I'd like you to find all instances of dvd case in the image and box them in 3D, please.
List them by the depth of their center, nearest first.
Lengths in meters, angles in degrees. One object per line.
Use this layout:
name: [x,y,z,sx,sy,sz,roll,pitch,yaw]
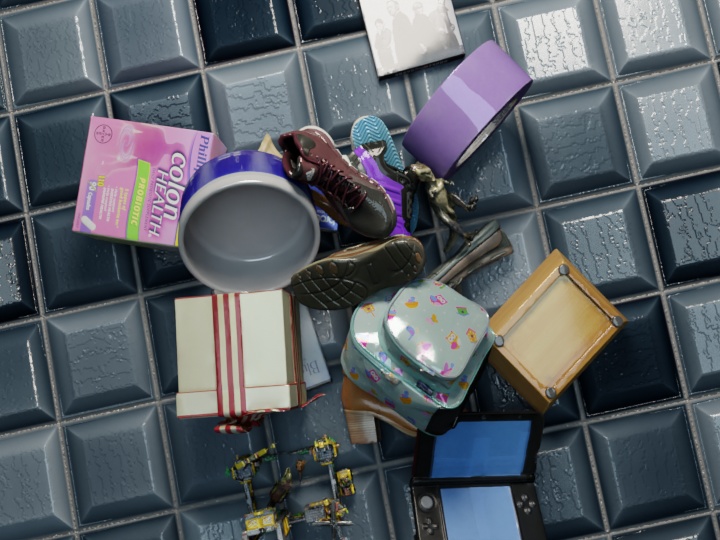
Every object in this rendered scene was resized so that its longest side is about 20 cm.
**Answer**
dvd case: [-0.141,0.102,1.175,0.140,0.018,0.205,-19,85,0]
dvd case: [0.074,-0.425,1.207,0.147,0.025,0.205,-14,84,1]

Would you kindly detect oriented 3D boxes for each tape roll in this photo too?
tape roll: [0.156,-0.231,1.100,0.085,0.200,0.200,43,88,5]

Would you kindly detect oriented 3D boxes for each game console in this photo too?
game console: [0.178,0.309,1.072,0.194,0.120,0.175,1,51,-10]

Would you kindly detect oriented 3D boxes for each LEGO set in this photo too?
LEGO set: [-0.107,0.331,1.105,0.194,0.116,0.158,-5,85,1]

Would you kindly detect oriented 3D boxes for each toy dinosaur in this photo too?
toy dinosaur: [0.133,-0.084,1.089,0.048,0.202,0.087,-45,47,-17]

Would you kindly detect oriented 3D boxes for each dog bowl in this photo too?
dog bowl: [-0.157,-0.064,1.053,0.195,0.203,0.080,-15,42,0]

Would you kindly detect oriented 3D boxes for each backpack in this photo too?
backpack: [0.075,0.104,1.049,0.197,0.155,0.177,25,50,17]

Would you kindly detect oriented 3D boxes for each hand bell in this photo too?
hand bell: [-0.074,-0.112,1.123,0.197,0.104,0.106,26,86,-9]

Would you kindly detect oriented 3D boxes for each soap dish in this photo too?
soap dish: [0.289,0.092,1.129,0.157,0.081,0.200,44,87,5]

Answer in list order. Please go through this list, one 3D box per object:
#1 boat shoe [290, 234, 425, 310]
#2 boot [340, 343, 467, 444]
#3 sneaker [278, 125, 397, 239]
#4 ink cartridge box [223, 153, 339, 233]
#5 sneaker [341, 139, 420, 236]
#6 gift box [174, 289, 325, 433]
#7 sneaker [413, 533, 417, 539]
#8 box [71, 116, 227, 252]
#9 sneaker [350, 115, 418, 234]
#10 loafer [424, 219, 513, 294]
boat shoe: [0.000,0.000,1.056,0.195,0.074,0.077,-14,107,12]
boot: [0.066,0.176,1.142,0.195,0.077,0.160,-7,81,8]
sneaker: [-0.043,-0.114,1.010,0.200,0.115,0.076,45,113,13]
ink cartridge box: [-0.124,-0.121,1.180,0.195,0.044,0.097,9,87,2]
sneaker: [0.053,-0.100,1.098,0.098,0.070,0.203,-29,106,3]
gift box: [-0.156,0.132,1.073,0.194,0.184,0.192,-4,83,9]
sneaker: [0.109,0.436,1.113,0.086,0.074,0.203,27,82,4]
box: [-0.324,-0.128,1.161,0.195,0.097,0.181,9,85,2]
sneaker: [0.039,-0.143,1.163,0.075,0.081,0.205,-17,104,0]
loafer: [0.152,0.008,1.148,0.199,0.072,0.063,-42,92,-2]
